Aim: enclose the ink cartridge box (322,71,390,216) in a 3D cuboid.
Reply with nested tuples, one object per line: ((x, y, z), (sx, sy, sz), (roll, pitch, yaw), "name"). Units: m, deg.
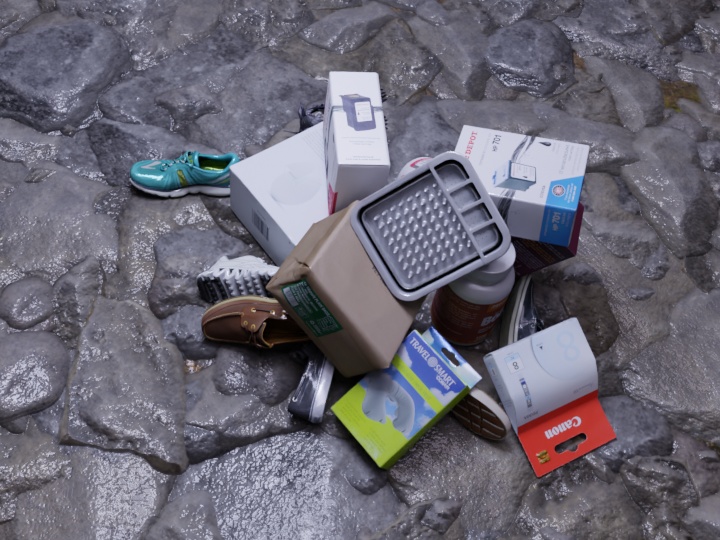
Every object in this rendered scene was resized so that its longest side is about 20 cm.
((-0.011, -0.199, 1.409), (0.084, 0.145, 0.201), (0, 56, -9), "ink cartridge box")

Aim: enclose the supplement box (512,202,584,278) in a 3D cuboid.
((0.262, -0.057, 1.460), (0.086, 0.200, 0.111), (38, 52, -24), "supplement box")

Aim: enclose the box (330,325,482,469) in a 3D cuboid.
((0.069, 0.186, 1.317), (0.200, 0.048, 0.122), (-43, 68, -1), "box")

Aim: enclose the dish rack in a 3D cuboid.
((0.103, -0.065, 1.285), (0.172, 0.200, 0.044), (58, 19, -9), "dish rack")

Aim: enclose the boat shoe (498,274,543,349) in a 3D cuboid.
((0.268, 0.098, 1.441), (0.062, 0.075, 0.201), (14, 60, -4), "boat shoe")

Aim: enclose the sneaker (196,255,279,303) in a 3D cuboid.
((-0.164, 0.010, 1.415), (0.199, 0.075, 0.081), (6, 37, 22), "sneaker")

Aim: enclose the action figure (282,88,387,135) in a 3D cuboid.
((-0.041, -0.267, 1.627), (0.199, 0.102, 0.119), (-13, 83, 29), "action figure")

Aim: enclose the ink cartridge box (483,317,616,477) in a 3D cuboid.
((0.302, 0.193, 1.355), (0.160, 0.047, 0.201), (-20, 80, -20), "ink cartridge box")

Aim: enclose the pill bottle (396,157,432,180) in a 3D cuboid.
((0.151, -0.123, 1.495), (0.110, 0.111, 0.200), (-21, 25, -20), "pill bottle")

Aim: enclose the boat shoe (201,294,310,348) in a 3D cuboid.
((-0.156, 0.083, 1.361), (0.199, 0.072, 0.068), (-5, 36, 9), "boat shoe")

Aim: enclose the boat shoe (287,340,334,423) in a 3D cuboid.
((-0.071, 0.140, 1.369), (0.066, 0.070, 0.201), (12, 62, 1), "boat shoe")

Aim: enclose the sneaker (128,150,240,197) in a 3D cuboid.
((-0.306, -0.181, 1.543), (0.199, 0.080, 0.078), (-3, 56, -9), "sneaker")

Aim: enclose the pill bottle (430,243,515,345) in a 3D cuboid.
((0.181, 0.026, 1.396), (0.112, 0.200, 0.113), (4, 56, -5), "pill bottle")

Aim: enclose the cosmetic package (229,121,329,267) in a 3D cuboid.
((-0.088, -0.118, 1.504), (0.200, 0.123, 0.199), (-30, 65, -23), "cosmetic package")

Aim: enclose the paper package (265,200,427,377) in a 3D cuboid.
((-0.013, 0.030, 1.328), (0.200, 0.103, 0.191), (52, 41, -18), "paper package")

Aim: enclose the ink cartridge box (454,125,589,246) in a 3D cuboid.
((0.235, -0.131, 1.339), (0.199, 0.086, 0.147), (12, 52, 11), "ink cartridge box")

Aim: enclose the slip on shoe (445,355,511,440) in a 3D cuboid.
((0.155, 0.184, 1.369), (0.200, 0.076, 0.061), (31, 45, 20), "slip on shoe")
